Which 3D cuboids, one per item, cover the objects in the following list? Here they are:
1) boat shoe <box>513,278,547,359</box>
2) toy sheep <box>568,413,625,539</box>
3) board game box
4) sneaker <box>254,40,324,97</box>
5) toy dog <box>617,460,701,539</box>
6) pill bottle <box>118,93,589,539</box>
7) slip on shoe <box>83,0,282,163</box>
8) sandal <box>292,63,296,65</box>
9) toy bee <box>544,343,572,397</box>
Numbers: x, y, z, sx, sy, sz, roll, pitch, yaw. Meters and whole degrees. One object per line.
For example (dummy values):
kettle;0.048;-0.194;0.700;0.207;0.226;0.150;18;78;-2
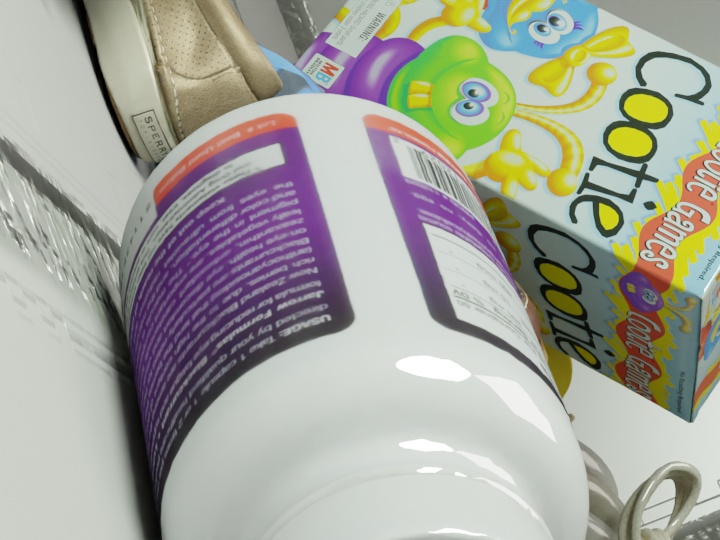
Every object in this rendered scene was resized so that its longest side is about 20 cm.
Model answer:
boat shoe;0.000;0.000;1.106;0.200;0.070;0.071;17;-57;53
toy sheep;0.071;0.150;1.312;0.138;0.137;0.200;66;25;-43
board game box;0.081;-0.043;1.153;0.200;0.105;0.103;29;-26;19
sneaker;-0.046;-0.038;1.069;0.078;0.066;0.200;23;25;-42
toy dog;0.125;0.174;1.209;0.096;0.200;0.132;18;-65;37
pill bottle;-0.002;0.044;0.733;0.200;0.111;0.112;-107;175;-58
slip on shoe;-0.084;-0.133;1.056;0.076;0.060;0.200;65;4;-55
sandal;-0.013;-0.070;1.257;0.200;0.048;0.075;22;28;-49
toy bee;0.046;0.080;1.198;0.109;0.131;0.200;42;13;-1
